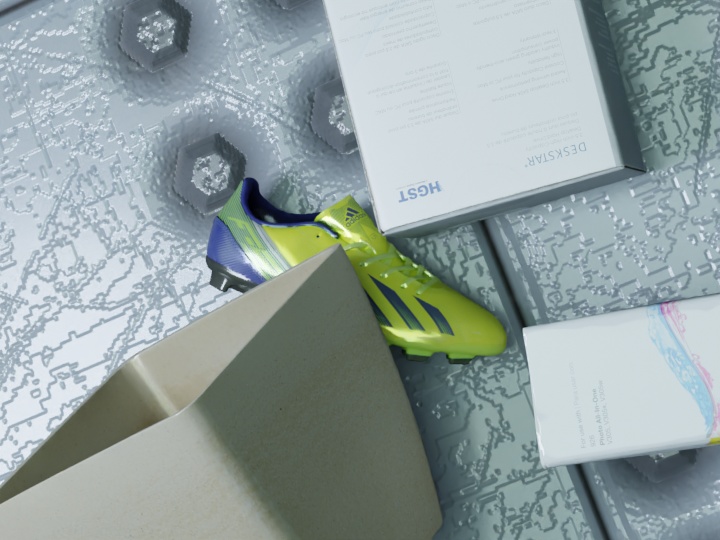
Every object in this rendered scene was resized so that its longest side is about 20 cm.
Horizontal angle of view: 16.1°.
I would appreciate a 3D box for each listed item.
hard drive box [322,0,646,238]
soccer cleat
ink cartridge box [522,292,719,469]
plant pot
[{"bbox_3d":[0.068,-0.135,1.538,0.156,0.077,0.200,-15,85,16],"label":"hard drive box"},{"bbox_3d":[-0.001,0.000,1.564,0.200,0.065,0.084,20,94,16],"label":"soccer cleat"},{"bbox_3d":[0.206,0.056,1.460,0.200,0.145,0.088,-12,86,16],"label":"ink cartridge box"},{"bbox_3d":[-0.070,0.134,1.504,0.200,0.200,0.177,-28,103,37],"label":"plant pot"}]
